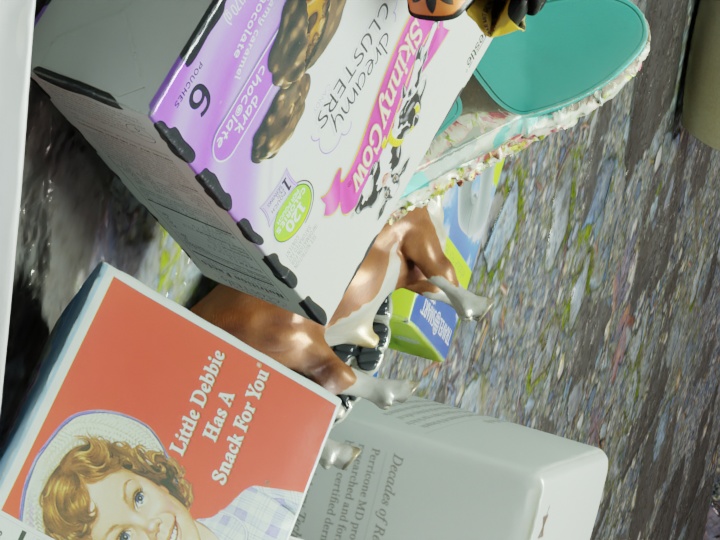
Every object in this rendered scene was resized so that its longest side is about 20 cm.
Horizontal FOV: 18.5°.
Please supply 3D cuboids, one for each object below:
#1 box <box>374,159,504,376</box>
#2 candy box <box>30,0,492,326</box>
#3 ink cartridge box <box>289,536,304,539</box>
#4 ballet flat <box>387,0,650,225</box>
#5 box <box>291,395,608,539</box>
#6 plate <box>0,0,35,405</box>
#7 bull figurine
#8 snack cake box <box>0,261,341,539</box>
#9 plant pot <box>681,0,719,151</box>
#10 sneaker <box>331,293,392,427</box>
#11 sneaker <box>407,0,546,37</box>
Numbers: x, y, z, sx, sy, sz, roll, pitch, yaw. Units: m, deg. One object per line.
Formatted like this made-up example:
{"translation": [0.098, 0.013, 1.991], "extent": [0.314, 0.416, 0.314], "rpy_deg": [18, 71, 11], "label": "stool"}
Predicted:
{"translation": [0.042, -0.032, 1.356], "extent": [0.122, 0.048, 0.200], "rpy_deg": [46, 59, -71], "label": "box"}
{"translation": [-0.032, -0.096, 0.905], "extent": [0.168, 0.071, 0.200], "rpy_deg": [-61, 152, -13], "label": "candy box"}
{"translation": [-0.088, 0.216, 1.054], "extent": [0.146, 0.086, 0.200], "rpy_deg": [43, 62, -73], "label": "ink cartridge box"}
{"translation": [0.047, -0.076, 1.060], "extent": [0.200, 0.076, 0.064], "rpy_deg": [-26, 166, -18], "label": "ballet flat"}
{"translation": [0.023, 0.177, 1.243], "extent": [0.199, 0.171, 0.200], "rpy_deg": [5, 99, -74], "label": "box"}
{"translation": [-0.168, 0.011, 0.703], "extent": [0.200, 0.032, 0.200], "rpy_deg": [-44, 145, -64], "label": "plate"}
{"translation": [0.000, 0.000, 1.095], "extent": [0.200, 0.121, 0.065], "rpy_deg": [-47, 176, -25], "label": "bull figurine"}
{"translation": [-0.096, 0.111, 0.840], "extent": [0.067, 0.115, 0.200], "rpy_deg": [-47, -163, 51], "label": "snack cake box"}
{"translation": [0.413, -0.221, 2.267], "extent": [0.200, 0.187, 0.187], "rpy_deg": [-67, 168, 22], "label": "plant pot"}
{"translation": [-0.014, 0.015, 1.168], "extent": [0.080, 0.077, 0.200], "rpy_deg": [98, 14, -64], "label": "sneaker"}
{"translation": [0.062, -0.141, 0.898], "extent": [0.200, 0.070, 0.090], "rpy_deg": [-14, 111, -64], "label": "sneaker"}
